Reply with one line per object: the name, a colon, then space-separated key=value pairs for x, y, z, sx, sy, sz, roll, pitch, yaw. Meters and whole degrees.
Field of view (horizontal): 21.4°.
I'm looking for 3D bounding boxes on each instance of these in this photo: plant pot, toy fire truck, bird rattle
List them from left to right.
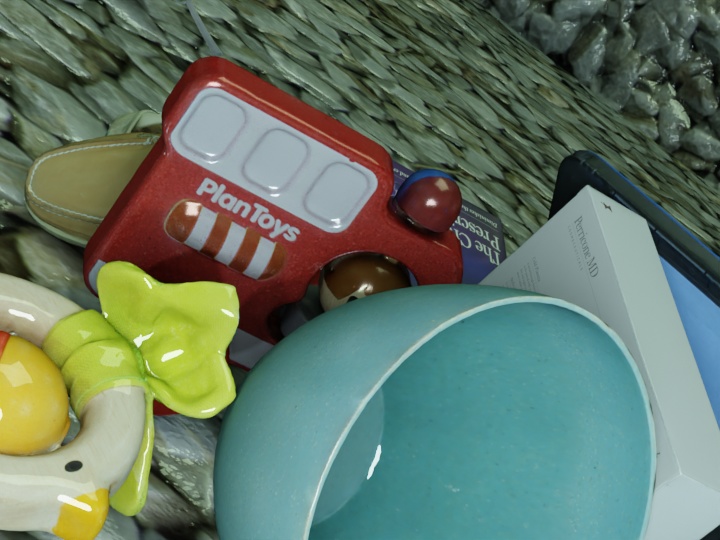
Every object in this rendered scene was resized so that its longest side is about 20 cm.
bird rattle: x=-0.153 y=0.034 z=0.795 sx=0.200 sy=0.113 sz=0.163 roll=29 pitch=33 yaw=-16
toy fire truck: x=-0.035 y=0.000 z=0.968 sx=0.200 sy=0.168 sz=0.112 roll=27 pitch=29 yaw=-19
plant pot: x=0.013 y=0.092 z=0.842 sx=0.200 sy=0.200 sz=0.135 roll=23 pitch=-1 yaw=-41

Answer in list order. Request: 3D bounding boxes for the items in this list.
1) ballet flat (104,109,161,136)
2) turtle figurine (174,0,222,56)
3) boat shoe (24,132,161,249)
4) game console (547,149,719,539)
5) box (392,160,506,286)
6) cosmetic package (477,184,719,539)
ballet flat: x=-0.129 y=-0.064 z=1.191 sx=0.067 sy=0.062 sz=0.200 roll=59 pitch=12 yaw=-15
turtle figurine: x=-0.201 y=-0.279 z=1.684 sx=0.194 sy=0.200 sz=0.144 roll=4 pitch=53 yaw=-28
boat shoe: x=-0.096 y=-0.048 z=1.048 sx=0.200 sy=0.072 sz=0.076 roll=2 pitch=-15 yaw=12
game console: x=0.133 y=0.066 z=1.042 sx=0.118 sy=0.171 sz=0.200 roll=-28 pitch=56 yaw=-28
box: x=0.000 y=0.000 z=1.178 sx=0.200 sy=0.079 sz=0.141 roll=26 pitch=44 yaw=-33
cosmetic package: x=0.100 y=0.076 z=0.968 sx=0.052 sy=0.151 sz=0.200 roll=25 pitch=35 yaw=-30
